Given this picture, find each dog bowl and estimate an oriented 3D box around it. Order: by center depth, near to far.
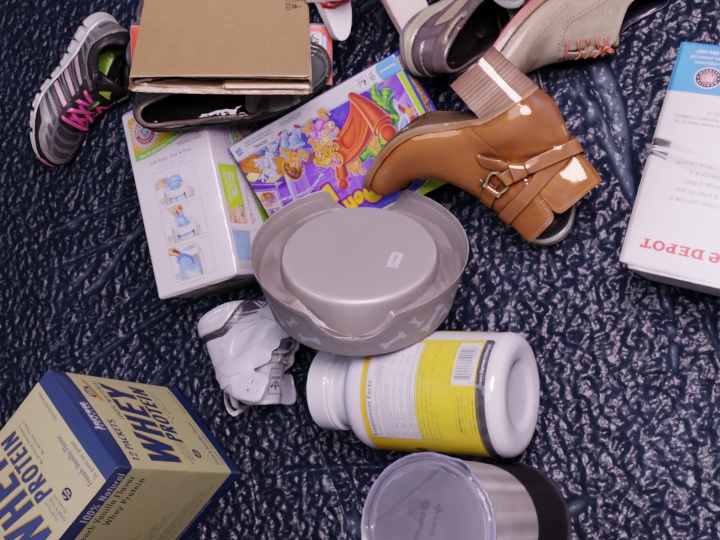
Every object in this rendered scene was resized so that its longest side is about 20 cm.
[{"bbox_3d":[0.000,0.000,0.992,0.199,0.059,0.200,-2,40,2],"label":"dog bowl"}]

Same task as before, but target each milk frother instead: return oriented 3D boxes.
[{"bbox_3d":[0.121,0.253,0.876,0.200,0.188,0.181,13,86,31],"label":"milk frother"}]

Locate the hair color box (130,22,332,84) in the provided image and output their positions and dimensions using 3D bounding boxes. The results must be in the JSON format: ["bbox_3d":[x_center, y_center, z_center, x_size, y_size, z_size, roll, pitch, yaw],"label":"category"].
[{"bbox_3d":[-0.130,-0.226,1.110,0.199,0.111,0.064,0,104,-4],"label":"hair color box"}]

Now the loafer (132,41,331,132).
[{"bbox_3d":[-0.123,-0.170,1.034,0.199,0.063,0.072,-15,108,1],"label":"loafer"}]

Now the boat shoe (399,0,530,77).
[{"bbox_3d":[0.128,-0.246,1.019,0.200,0.075,0.073,-44,45,-13],"label":"boat shoe"}]

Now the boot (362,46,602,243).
[{"bbox_3d":[0.108,-0.087,0.976,0.200,0.077,0.155,-39,94,31],"label":"boot"}]

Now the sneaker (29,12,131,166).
[{"bbox_3d":[-0.329,-0.214,1.296,0.087,0.074,0.200,25,87,37],"label":"sneaker"}]

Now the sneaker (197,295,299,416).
[{"bbox_3d":[-0.076,0.072,1.095,0.200,0.075,0.115,-24,70,27],"label":"sneaker"}]

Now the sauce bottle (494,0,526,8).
[{"bbox_3d":[0.180,-0.314,0.985,0.065,0.065,0.200,17,53,31],"label":"sauce bottle"}]

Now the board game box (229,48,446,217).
[{"bbox_3d":[-0.013,-0.115,1.077,0.200,0.045,0.135,-26,101,22],"label":"board game box"}]

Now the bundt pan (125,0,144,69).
[{"bbox_3d":[-0.189,-0.264,1.229,0.201,0.076,0.203,-7,75,27],"label":"bundt pan"}]

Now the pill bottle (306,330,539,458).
[{"bbox_3d":[0.056,0.111,0.988,0.199,0.112,0.112,-1,79,29],"label":"pill bottle"}]

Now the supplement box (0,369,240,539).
[{"bbox_3d":[-0.273,0.227,1.095,0.200,0.200,0.134,-50,61,11],"label":"supplement box"}]

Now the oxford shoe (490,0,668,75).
[{"bbox_3d":[0.197,-0.221,0.975,0.200,0.070,0.075,-38,73,-10],"label":"oxford shoe"}]

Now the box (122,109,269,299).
[{"bbox_3d":[-0.162,-0.080,1.133,0.101,0.112,0.201,-16,84,25],"label":"box"}]

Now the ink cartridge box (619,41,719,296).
[{"bbox_3d":[0.320,-0.077,0.896,0.146,0.084,0.201,16,88,31],"label":"ink cartridge box"}]

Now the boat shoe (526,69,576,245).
[{"bbox_3d":[0.153,-0.120,1.013,0.074,0.062,0.201,-16,73,23],"label":"boat shoe"}]

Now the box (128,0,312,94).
[{"bbox_3d":[-0.129,-0.230,1.022,0.163,0.021,0.200,-1,42,-4],"label":"box"}]

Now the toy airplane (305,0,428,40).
[{"bbox_3d":[0.034,-0.310,1.041,0.141,0.200,0.200,-1,79,41],"label":"toy airplane"}]
